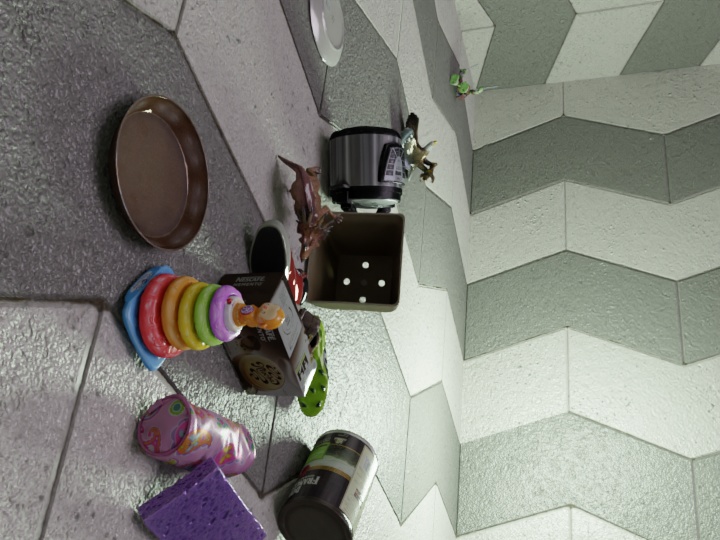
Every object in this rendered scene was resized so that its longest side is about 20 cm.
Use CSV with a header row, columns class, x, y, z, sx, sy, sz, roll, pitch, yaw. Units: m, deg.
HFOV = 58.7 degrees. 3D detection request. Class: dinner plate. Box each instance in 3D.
class,x,y,z,sx,sy,sz,roll,pitch,yaw
dinner plate,-0.070,-0.577,1.477,0.200,0.024,0.204,-2,90,-71

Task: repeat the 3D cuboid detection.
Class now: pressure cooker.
class,x,y,z,sx,sy,sz,roll,pitch,yaw
pressure cooker,0.014,-0.216,1.469,0.179,0.173,0.203,171,-82,-85

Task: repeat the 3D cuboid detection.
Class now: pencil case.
class,x,y,z,sx,sy,sz,roll,pitch,yaw
pencil case,-0.221,0.233,0.885,0.200,0.086,0.089,54,39,-60

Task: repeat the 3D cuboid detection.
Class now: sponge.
class,x,y,z,sx,sy,sz,roll,pitch,yaw
sponge,-0.211,0.349,0.882,0.111,0.030,0.202,-34,133,-18

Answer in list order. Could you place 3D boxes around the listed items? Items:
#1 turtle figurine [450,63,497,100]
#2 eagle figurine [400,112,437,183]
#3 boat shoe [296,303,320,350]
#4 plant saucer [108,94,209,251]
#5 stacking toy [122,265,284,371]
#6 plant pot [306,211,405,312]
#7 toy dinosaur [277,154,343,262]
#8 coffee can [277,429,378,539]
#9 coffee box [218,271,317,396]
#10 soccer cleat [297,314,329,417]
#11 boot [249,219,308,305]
class,x,y,z,sx,sy,sz,roll,pitch,yaw
turtle figurine,0.516,-0.902,3.035,0.193,0.198,0.146,-22,94,-61
eagle figurine,0.182,-0.398,2.105,0.200,0.151,0.152,47,-8,-21
boat shoe,-0.105,0.122,1.164,0.201,0.059,0.072,105,11,-64
plant saucer,-0.266,-0.126,0.843,0.200,0.034,0.204,-2,90,-72
stacking toy,-0.187,0.057,0.808,0.117,0.197,0.111,-63,147,-52
plant pot,0.000,0.000,1.406,0.177,0.197,0.203,67,26,-70
toy dinosaur,-0.099,-0.130,1.199,0.136,0.085,0.203,-61,132,-77
coffee can,-0.057,0.433,1.251,0.200,0.144,0.148,-56,141,-60
coffee box,-0.155,0.106,1.037,0.080,0.111,0.202,-68,151,-49
soccer cleat,-0.092,0.192,1.298,0.081,0.066,0.203,44,46,-81
boot,-0.139,-0.010,1.165,0.144,0.071,0.203,-53,146,-62
